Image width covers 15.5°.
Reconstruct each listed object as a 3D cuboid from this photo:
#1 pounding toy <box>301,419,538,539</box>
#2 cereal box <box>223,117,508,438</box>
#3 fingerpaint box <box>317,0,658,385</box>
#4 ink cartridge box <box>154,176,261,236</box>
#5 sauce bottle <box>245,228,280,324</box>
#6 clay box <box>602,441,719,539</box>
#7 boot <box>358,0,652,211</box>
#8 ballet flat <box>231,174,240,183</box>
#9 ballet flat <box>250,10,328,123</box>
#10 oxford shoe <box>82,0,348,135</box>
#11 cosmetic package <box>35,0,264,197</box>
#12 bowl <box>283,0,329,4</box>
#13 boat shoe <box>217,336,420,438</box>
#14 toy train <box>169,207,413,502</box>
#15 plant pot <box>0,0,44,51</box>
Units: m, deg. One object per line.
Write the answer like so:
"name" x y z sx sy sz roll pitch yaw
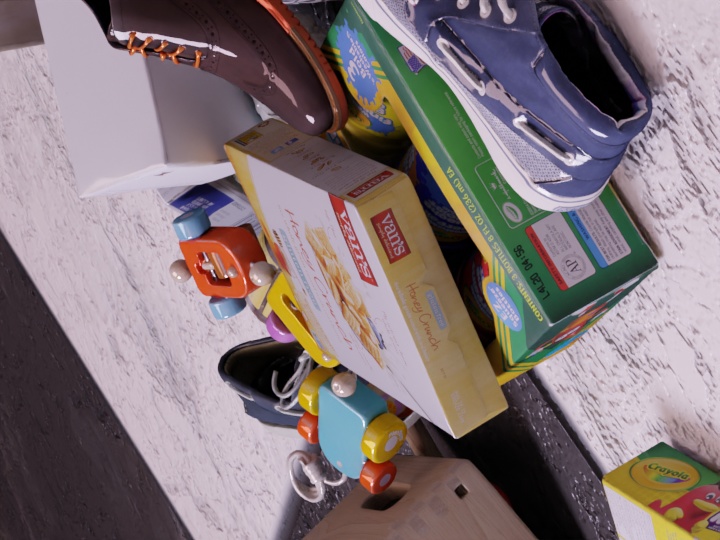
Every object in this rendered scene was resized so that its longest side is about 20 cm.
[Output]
"pounding toy" 0.056 0.183 1.674 0.184 0.142 0.200 50 166 -10
"cereal box" 0.000 0.000 1.435 0.144 0.039 0.200 66 166 -20
"fingerpaint box" 0.054 -0.048 1.397 0.200 0.073 0.167 59 162 7
"ink cartridge box" -0.139 -0.117 1.748 0.200 0.041 0.200 58 -174 14
"sauce bottle" -0.031 -0.019 1.683 0.065 0.065 0.200 58 161 9
"clay box" 0.207 0.176 1.353 0.200 0.048 0.115 30 144 55
"boot" 0.066 -0.128 1.279 0.200 0.073 0.090 51 152 9
"ballet flat" -0.077 -0.135 1.647 0.071 0.071 0.201 31 145 57
"ballet flat" 0.000 -0.067 1.540 0.200 0.072 0.072 61 163 -22
"oxford shoe" -0.094 -0.128 1.405 0.200 0.073 0.071 39 155 11
"cosmetic package" -0.123 -0.149 1.539 0.081 0.113 0.201 -14 85 39
"bowl" -0.070 -0.221 1.449 0.201 0.094 0.201 50 158 29
"boat shoe" -0.022 0.068 1.720 0.062 0.075 0.200 38 161 -27
"toy train" -0.034 0.044 1.632 0.150 0.056 0.201 -7 113 57
"plant pot" -0.300 -0.240 1.926 0.200 0.199 0.174 -175 75 -68
